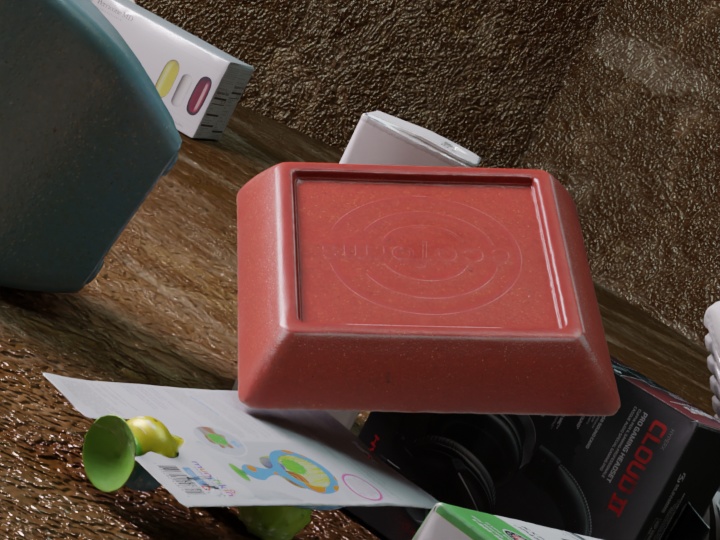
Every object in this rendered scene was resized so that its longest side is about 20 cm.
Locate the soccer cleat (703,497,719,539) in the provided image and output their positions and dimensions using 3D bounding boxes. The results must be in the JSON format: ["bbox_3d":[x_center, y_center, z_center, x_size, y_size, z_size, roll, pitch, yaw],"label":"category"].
[{"bbox_3d":[0.182,0.147,1.299,0.200,0.068,0.085,57,17,-29],"label":"soccer cleat"}]

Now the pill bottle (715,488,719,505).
[{"bbox_3d":[0.204,0.157,1.446,0.199,0.112,0.111,27,6,-6],"label":"pill bottle"}]

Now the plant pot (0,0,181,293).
[{"bbox_3d":[-0.222,-0.095,1.353,0.200,0.197,0.196,35,5,-12],"label":"plant pot"}]

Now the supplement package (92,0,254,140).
[{"bbox_3d":[-0.261,-0.264,2.827,0.199,0.111,0.156,28,6,7],"label":"supplement package"}]

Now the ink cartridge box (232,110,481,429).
[{"bbox_3d":[0.000,0.000,1.431,0.085,0.201,0.146,27,6,1],"label":"ink cartridge box"}]

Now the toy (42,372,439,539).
[{"bbox_3d":[-0.061,0.101,1.081,0.115,0.047,0.200,37,14,36],"label":"toy"}]

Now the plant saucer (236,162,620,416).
[{"bbox_3d":[0.033,0.000,1.184,0.198,0.037,0.200,1,37,-4],"label":"plant saucer"}]

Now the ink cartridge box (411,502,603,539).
[{"bbox_3d":[0.116,0.185,0.988,0.146,0.083,0.200,33,7,35],"label":"ink cartridge box"}]

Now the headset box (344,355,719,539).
[{"bbox_3d":[0.103,0.114,1.203,0.200,0.149,0.077,33,8,32],"label":"headset box"}]

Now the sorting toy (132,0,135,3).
[{"bbox_3d":[-0.355,-0.354,3.244,0.180,0.107,0.200,35,6,1],"label":"sorting toy"}]

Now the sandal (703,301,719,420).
[{"bbox_3d":[0.233,0.108,1.235,0.050,0.203,0.083,-13,31,1],"label":"sandal"}]
